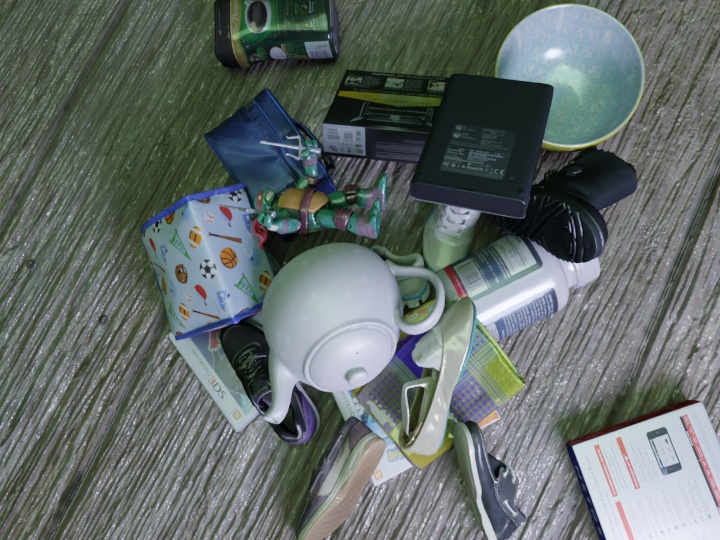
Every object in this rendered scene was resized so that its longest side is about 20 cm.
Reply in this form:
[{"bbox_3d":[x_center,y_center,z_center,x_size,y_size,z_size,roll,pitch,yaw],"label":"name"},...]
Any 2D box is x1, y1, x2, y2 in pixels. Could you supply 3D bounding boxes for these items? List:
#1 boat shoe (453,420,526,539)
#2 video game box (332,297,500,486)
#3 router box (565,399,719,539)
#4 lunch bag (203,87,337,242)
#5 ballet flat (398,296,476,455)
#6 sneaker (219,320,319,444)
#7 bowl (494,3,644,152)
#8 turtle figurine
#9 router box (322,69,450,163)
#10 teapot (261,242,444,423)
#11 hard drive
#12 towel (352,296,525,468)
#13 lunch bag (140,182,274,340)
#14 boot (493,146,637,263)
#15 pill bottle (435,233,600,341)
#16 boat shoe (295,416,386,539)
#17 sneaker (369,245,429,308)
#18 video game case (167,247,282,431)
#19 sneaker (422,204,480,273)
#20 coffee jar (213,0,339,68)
[{"bbox_3d":[0.163,0.260,0.760,0.066,0.072,0.204,-22,118,-3],"label":"boat shoe"},{"bbox_3d":[0.065,0.166,0.841,0.197,0.047,0.186,-28,81,2],"label":"video game box"},{"bbox_3d":[0.384,0.293,0.772,0.175,0.049,0.205,-19,78,5],"label":"router box"},{"bbox_3d":[-0.113,-0.150,0.876,0.131,0.136,0.202,-38,79,0],"label":"lunch bag"},{"bbox_3d":[0.085,0.126,0.717,0.068,0.069,0.206,14,103,10],"label":"ballet flat"},{"bbox_3d":[-0.129,0.146,0.828,0.075,0.088,0.201,-41,77,0],"label":"sneaker"},{"bbox_3d":[0.283,-0.252,0.853,0.194,0.108,0.206,-2,80,9],"label":"bowl"},{"bbox_3d":[-0.067,-0.091,0.761,0.194,0.102,0.153,7,58,7],"label":"turtle figurine"},{"bbox_3d":[0.057,-0.222,0.867,0.194,0.053,0.159,8,45,9],"label":"router box"},{"bbox_3d":[-0.020,0.075,0.744,0.193,0.203,0.147,1,40,-29],"label":"teapot"},{"bbox_3d":[0.153,-0.162,0.746,0.136,0.033,0.203,12,58,18],"label":"hard drive"},{"bbox_3d":[0.095,0.149,0.771,0.200,0.023,0.145,-43,82,22],"label":"towel"},{"bbox_3d":[-0.217,-0.005,0.829,0.197,0.123,0.174,-20,91,40],"label":"lunch bag"},{"bbox_3d":[0.276,-0.089,0.738,0.165,0.200,0.078,-25,111,-12],"label":"boot"},{"bbox_3d":[0.209,0.014,0.811,0.196,0.120,0.122,-26,77,2],"label":"pill bottle"},{"bbox_3d":[-0.036,0.283,0.810,0.065,0.071,0.203,45,117,35],"label":"boat shoe"},{"bbox_3d":[0.000,0.000,0.850,0.194,0.088,0.076,-3,46,4],"label":"sneaker"},{"bbox_3d":[-0.162,0.099,0.897,0.199,0.023,0.183,-42,77,-1],"label":"video game case"},{"bbox_3d":[0.138,-0.092,0.859,0.075,0.081,0.205,19,84,9],"label":"sneaker"},{"bbox_3d":[-0.133,-0.378,0.945,0.194,0.085,0.108,-3,83,6],"label":"coffee jar"}]
